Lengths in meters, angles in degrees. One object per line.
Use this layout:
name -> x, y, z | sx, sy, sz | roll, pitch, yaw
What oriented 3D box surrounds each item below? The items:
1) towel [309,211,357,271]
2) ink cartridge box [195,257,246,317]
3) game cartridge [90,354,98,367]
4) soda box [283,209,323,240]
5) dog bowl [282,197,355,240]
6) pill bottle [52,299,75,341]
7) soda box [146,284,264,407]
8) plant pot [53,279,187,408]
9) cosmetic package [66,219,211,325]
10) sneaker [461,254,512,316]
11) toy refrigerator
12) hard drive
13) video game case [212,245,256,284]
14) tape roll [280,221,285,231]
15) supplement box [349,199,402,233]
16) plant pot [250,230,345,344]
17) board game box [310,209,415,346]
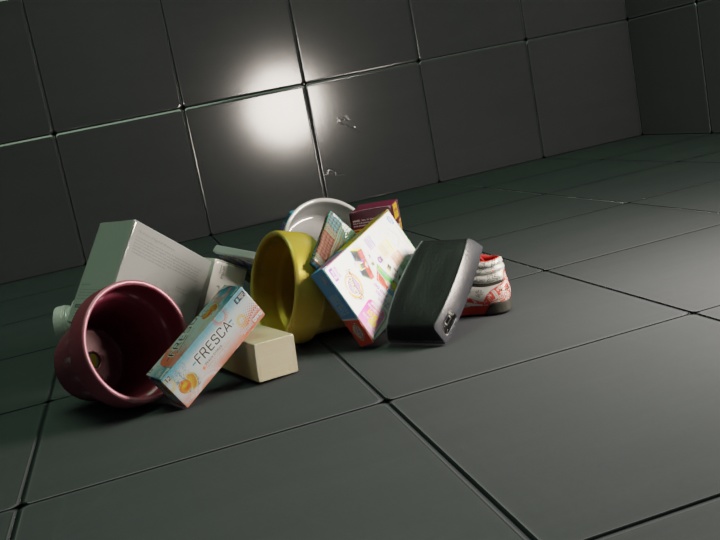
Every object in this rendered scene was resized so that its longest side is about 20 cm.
towel -> 0.000, 0.000, 1.650 | 0.022, 0.199, 0.148 | -34, 26, 35
ink cartridge box -> -0.329, 0.053, 1.903 | 0.082, 0.149, 0.199 | 18, -9, -36
game cartridge -> -0.464, 0.073, 1.836 | 0.032, 0.204, 0.175 | 18, 26, 34
soda box -> -0.097, -0.032, 1.969 | 0.067, 0.203, 0.064 | -15, -14, -23
dog bowl -> -0.072, -0.042, 1.902 | 0.197, 0.203, 0.079 | -16, -14, -24
pill bottle -> -0.565, 0.103, 2.023 | 0.196, 0.114, 0.112 | -11, 10, 2
soda box -> -0.246, 0.118, 1.472 | 0.063, 0.069, 0.201 | 3, 49, 54
plant pot -> -0.409, 0.136, 1.521 | 0.178, 0.203, 0.199 | -23, 0, 43
cosmetic package -> -0.413, 0.038, 1.736 | 0.121, 0.203, 0.198 | 0, -22, 41
sneaker -> 0.166, 0.027, 1.637 | 0.198, 0.110, 0.067 | -8, 11, 21
toy refrigerator -> -0.187, 0.136, 1.560 | 0.075, 0.071, 0.199 | -13, 12, -31
hard drive -> 0.120, 0.030, 1.554 | 0.133, 0.042, 0.202 | -2, 51, 38
video game case -> -0.197, 0.018, 1.894 | 0.142, 0.200, 0.018 | 11, 64, 46
tape roll -> -0.098, -0.041, 2.123 | 0.197, 0.086, 0.200 | 19, 7, -2
supplement box -> 0.043, -0.029, 1.808 | 0.084, 0.204, 0.110 | -8, 10, 12
plant pot -> -0.081, 0.032, 1.697 | 0.186, 0.205, 0.200 | 1, 3, -32
board game box -> 0.025, 0.010, 1.606 | 0.200, 0.154, 0.040 | -42, 11, -38
